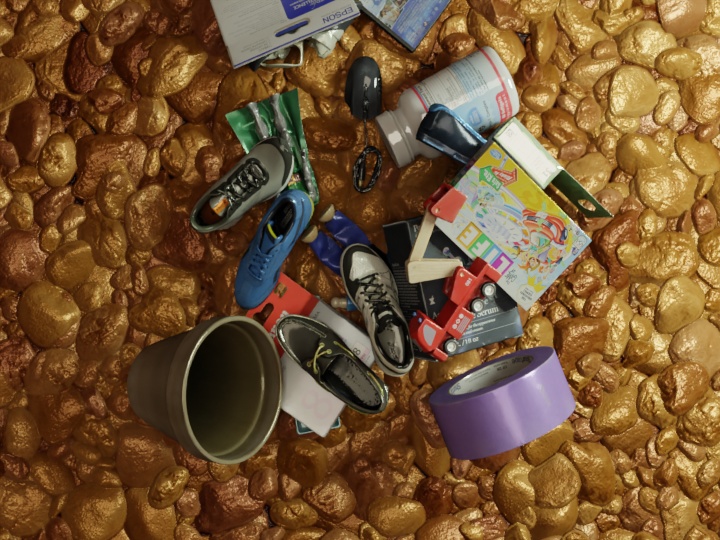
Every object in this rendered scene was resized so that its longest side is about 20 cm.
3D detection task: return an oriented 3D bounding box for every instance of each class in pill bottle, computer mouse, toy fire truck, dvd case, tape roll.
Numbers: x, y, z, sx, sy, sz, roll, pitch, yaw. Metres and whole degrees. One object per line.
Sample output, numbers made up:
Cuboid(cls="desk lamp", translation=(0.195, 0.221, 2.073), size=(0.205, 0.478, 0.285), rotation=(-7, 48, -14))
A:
Cuboid(cls="pill bottle", translation=(0.125, -0.234, 1.316), size=(0.197, 0.109, 0.110), rotation=(-29, 93, 1))
Cuboid(cls="computer mouse", translation=(0.006, -0.221, 1.352), size=(0.057, 0.034, 0.205), rotation=(-2, 93, -2))
Cuboid(cls="toy fire truck", translation=(0.109, 0.004, 1.196), size=(0.140, 0.049, 0.202), rotation=(33, 94, -15))
Cuboid(cls="dvd case", translation=(0.044, -0.448, 1.351), size=(0.199, 0.018, 0.144), rotation=(38, 92, -3))
Cuboid(cls="tape roll", translation=(0.202, 0.188, 1.288), size=(0.196, 0.200, 0.087), rotation=(-24, 92, 0))

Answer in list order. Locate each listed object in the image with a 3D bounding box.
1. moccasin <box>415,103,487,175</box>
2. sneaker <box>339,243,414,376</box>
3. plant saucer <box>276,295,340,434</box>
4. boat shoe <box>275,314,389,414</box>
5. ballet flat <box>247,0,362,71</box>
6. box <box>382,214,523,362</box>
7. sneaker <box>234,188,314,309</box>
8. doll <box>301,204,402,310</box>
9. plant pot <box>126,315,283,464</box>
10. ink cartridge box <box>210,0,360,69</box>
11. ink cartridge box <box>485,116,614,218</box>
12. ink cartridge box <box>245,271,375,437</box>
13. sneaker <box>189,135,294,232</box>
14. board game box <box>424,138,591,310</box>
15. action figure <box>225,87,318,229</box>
Cuboid(cls="moccasin", translation=(0.158, -0.152, 1.267), size=(0.199, 0.081, 0.069), rotation=(38, 95, -13))
Cuboid(cls="sneaker", translation=(0.032, 0.053, 1.284), size=(0.074, 0.088, 0.204), rotation=(-24, 89, -8))
Cuboid(cls="plant saucer", translation=(-0.080, 0.144, 1.373), size=(0.068, 0.019, 0.205), rotation=(-9, 93, -1))
Cuboid(cls="boat shoe", translation=(-0.041, 0.133, 1.290), size=(0.200, 0.061, 0.072), rotation=(37, 91, 1))
Cuboid(cls="ballet flat", translation=(-0.084, -0.342, 1.329), size=(0.195, 0.073, 0.075), rotation=(-16, 92, 4))
Cuboid(cls="box", translation=(0.134, 0.013, 1.309), size=(0.145, 0.107, 0.205), rotation=(-14, 93, -18))
Cuboid(cls="sneaker", translation=(-0.138, -0.030, 1.306), size=(0.065, 0.078, 0.202), rotation=(33, 105, 9))
Cuboid(cls="doll", translation=(0.000, 0.000, 1.348), size=(0.200, 0.048, 0.137), rotation=(42, 84, -12))
Cuboid(cls="plant pot", translation=(-0.236, 0.164, 1.282), size=(0.171, 0.198, 0.205), rotation=(0, 93, 37))
Cuboid(cls="ink cartridge box", translation=(-0.116, -0.389, 1.291), size=(0.194, 0.047, 0.203), rotation=(-22, 64, 1))
Cuboid(cls="ink cartridge box", translation=(0.266, -0.133, 1.304), size=(0.048, 0.146, 0.200), rotation=(-43, 93, 2))
Cuboid(cls="ink cartridge box", translation=(-0.089, 0.123, 1.340), size=(0.198, 0.057, 0.164), rotation=(35, 91, -7))
Cuboid(cls="sneaker", translation=(-0.171, -0.116, 1.298), size=(0.199, 0.079, 0.074), rotation=(-38, 94, 26))
Cuboid(cls="board game box", translation=(0.204, -0.061, 1.236), size=(0.199, 0.034, 0.135), rotation=(41, 99, -13))
Cuboid(cls="action figure", translation=(-0.114, -0.159, 1.345), size=(0.116, 0.055, 0.204), rotation=(-21, 97, -3))
